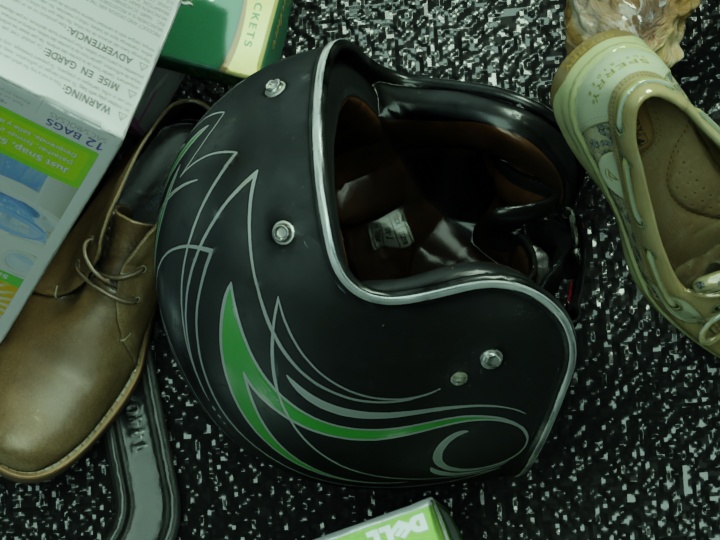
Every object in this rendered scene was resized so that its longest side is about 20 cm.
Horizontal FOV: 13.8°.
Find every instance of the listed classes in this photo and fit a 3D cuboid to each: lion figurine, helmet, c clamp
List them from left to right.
[{"bbox_3d":[-0.177,0.072,1.438,0.170,0.027,0.201,-17,79,-2],"label":"c clamp"},{"bbox_3d":[0.000,0.000,1.340,0.189,0.200,0.201,13,83,-5],"label":"helmet"},{"bbox_3d":[0.175,-0.162,1.381,0.199,0.123,0.073,-32,119,5],"label":"lion figurine"}]

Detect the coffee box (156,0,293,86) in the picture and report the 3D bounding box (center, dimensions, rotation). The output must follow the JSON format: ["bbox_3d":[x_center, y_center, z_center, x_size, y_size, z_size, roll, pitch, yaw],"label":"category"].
[{"bbox_3d":[-0.122,-0.165,1.384,0.199,0.044,0.124,16,85,6],"label":"coffee box"}]

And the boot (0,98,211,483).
[{"bbox_3d":[-0.123,0.005,1.400,0.073,0.076,0.201,28,78,7],"label":"boot"}]

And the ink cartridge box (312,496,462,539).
[{"bbox_3d":[-0.023,0.158,1.319,0.147,0.200,0.076,-20,80,2],"label":"ink cartridge box"}]

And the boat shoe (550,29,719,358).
[{"bbox_3d":[0.153,-0.020,1.345,0.073,0.063,0.200,-42,123,-1],"label":"boat shoe"}]

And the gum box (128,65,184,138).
[{"bbox_3d":[-0.110,-0.180,1.442,0.113,0.066,0.201,27,86,8],"label":"gum box"}]

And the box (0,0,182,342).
[{"bbox_3d":[-0.167,-0.070,1.338,0.112,0.200,0.102,26,55,-9],"label":"box"}]
